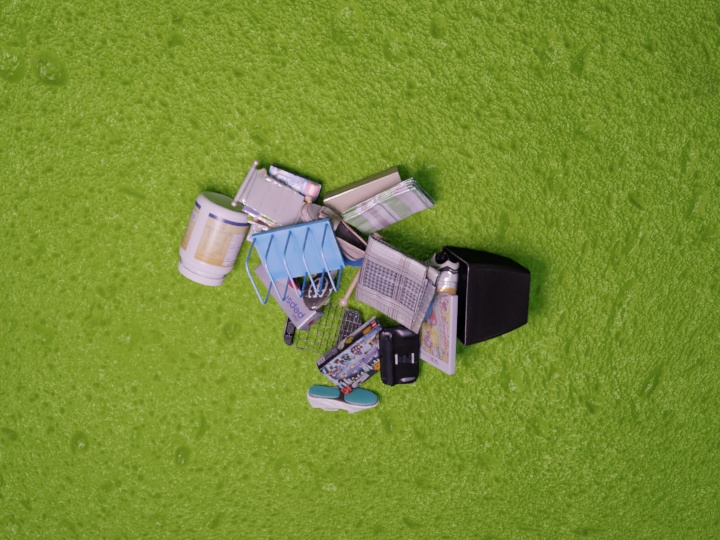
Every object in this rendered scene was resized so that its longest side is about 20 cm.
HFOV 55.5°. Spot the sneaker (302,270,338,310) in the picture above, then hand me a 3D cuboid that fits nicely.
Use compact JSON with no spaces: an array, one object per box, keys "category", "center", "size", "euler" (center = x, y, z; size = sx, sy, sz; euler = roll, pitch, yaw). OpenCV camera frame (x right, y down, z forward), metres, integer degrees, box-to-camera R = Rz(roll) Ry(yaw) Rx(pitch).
[{"category":"sneaker","center":[-0.090,0.055,1.710],"size":[0.076,0.201,0.090],"euler":[-1,119,14]}]

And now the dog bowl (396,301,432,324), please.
[{"category":"dog bowl","center":[0.088,0.060,1.719],"size":[0.199,0.049,0.113],"euler":[37,122,22]}]

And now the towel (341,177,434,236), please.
[{"category":"towel","center":[0.070,-0.145,1.660],"size":[0.198,0.149,0.031],"euler":[-25,63,19]}]

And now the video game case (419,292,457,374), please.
[{"category":"video game case","center":[0.179,0.137,1.723],"size":[0.023,0.181,0.204],"euler":[-8,107,-29]}]

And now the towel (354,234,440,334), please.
[{"category":"towel","center":[0.082,0.038,1.637],"size":[0.198,0.034,0.195],"euler":[28,126,18]}]

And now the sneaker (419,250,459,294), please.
[{"category":"sneaker","center":[0.191,-0.007,1.674],"size":[0.074,0.200,0.089],"euler":[8,101,-22]}]

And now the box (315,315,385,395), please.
[{"category":"box","center":[0.000,0.224,1.781],"size":[0.199,0.040,0.137],"euler":[-38,130,7]}]

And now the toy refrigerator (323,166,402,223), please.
[{"category":"toy refrigerator","center":[0.012,-0.184,1.700],"size":[0.197,0.070,0.077],"euler":[-20,110,9]}]

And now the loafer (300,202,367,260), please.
[{"category":"loafer","center":[-0.055,-0.100,1.651],"size":[0.199,0.063,0.073],"euler":[39,62,-24]}]

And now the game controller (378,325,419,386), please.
[{"category":"game controller","center":[0.100,0.221,1.762],"size":[0.103,0.042,0.202],"euler":[-9,128,-7]}]

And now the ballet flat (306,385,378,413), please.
[{"category":"ballet flat","center":[-0.047,0.353,1.850],"size":[0.196,0.069,0.071],"euler":[6,105,6]}]

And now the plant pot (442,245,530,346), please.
[{"category":"plant pot","center":[0.310,0.053,1.685],"size":[0.174,0.200,0.203],"euler":[-3,105,-9]}]

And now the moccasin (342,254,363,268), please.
[{"category":"moccasin","center":[-0.063,-0.063,1.728],"size":[0.198,0.068,0.082],"euler":[18,91,-27]}]

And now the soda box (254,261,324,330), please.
[{"category":"soda box","center":[-0.181,0.054,1.733],"size":[0.068,0.063,0.201],"euler":[-41,73,9]}]

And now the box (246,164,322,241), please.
[{"category":"box","center":[-0.192,-0.148,1.727],"size":[0.135,0.040,0.203],"euler":[21,105,-2]}]

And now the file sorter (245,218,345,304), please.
[{"category":"file sorter","center":[-0.152,-0.014,1.607],"size":[0.197,0.124,0.140],"euler":[-10,127,13]}]

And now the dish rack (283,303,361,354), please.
[{"category":"dish rack","center":[-0.099,0.148,1.801],"size":[0.197,0.055,0.156],"euler":[15,106,-2]}]

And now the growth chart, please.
[{"category":"growth chart","center":[-0.212,-0.153,1.660],"size":[0.199,0.018,0.146],"euler":[35,80,-11]}]

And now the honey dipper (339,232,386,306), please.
[{"category":"honey dipper","center":[0.000,0.000,1.719],"size":[0.038,0.038,0.202],"euler":[30,90,-5]}]

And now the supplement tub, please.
[{"category":"supplement tub","center":[-0.368,-0.079,1.710],"size":[0.143,0.145,0.202],"euler":[23,105,-3]}]
